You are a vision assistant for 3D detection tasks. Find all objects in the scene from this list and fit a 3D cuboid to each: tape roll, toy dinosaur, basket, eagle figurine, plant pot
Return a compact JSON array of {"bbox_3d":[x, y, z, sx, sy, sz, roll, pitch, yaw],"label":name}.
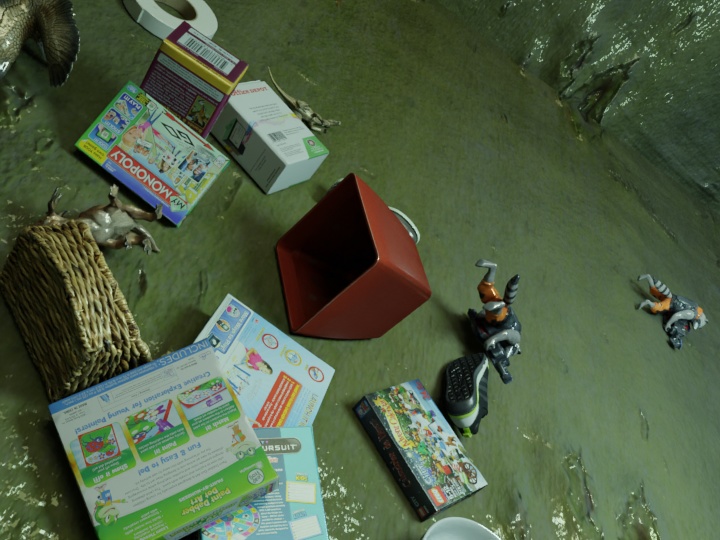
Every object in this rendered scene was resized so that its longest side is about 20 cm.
[{"bbox_3d":[-0.394,-0.541,1.691,0.202,0.037,0.203,26,37,-21],"label":"tape roll"},{"bbox_3d":[-0.367,-0.068,1.149,0.200,0.135,0.086,13,79,-67],"label":"toy dinosaur"},{"bbox_3d":[-0.326,0.037,1.003,0.149,0.143,0.200,-7,56,-48],"label":"basket"},{"bbox_3d":[-0.524,-0.388,1.311,0.151,0.151,0.201,46,22,-31],"label":"eagle figurine"},{"bbox_3d":[-0.129,-0.342,1.730,0.200,0.058,0.101,33,18,-26],"label":"toy dinosaur"},{"bbox_3d":[0.000,0.000,1.344,0.176,0.200,0.201,27,35,-39],"label":"plant pot"}]

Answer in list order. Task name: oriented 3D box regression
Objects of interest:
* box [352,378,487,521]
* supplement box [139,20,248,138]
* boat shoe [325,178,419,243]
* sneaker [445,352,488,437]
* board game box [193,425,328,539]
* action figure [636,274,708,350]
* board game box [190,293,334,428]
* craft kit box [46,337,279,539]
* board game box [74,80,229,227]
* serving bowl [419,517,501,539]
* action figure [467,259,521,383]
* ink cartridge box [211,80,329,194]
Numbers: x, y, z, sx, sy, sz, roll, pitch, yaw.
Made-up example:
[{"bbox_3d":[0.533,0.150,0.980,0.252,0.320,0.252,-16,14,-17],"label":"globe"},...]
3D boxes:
[{"bbox_3d":[0.092,0.270,1.251,0.136,0.038,0.200,-7,56,-49],"label":"box"},{"bbox_3d":[-0.294,-0.283,1.348,0.131,0.200,0.103,33,34,-12],"label":"supplement box"},{"bbox_3d":[0.021,-0.099,1.576,0.201,0.072,0.061,33,38,1],"label":"boat shoe"},{"bbox_3d":[0.184,0.216,1.401,0.200,0.071,0.083,-55,129,-60],"label":"sneaker"},{"bbox_3d":[-0.119,0.286,0.954,0.150,0.047,0.201,3,55,-22],"label":"board game box"},{"bbox_3d":[0.813,0.105,2.108,0.193,0.105,0.200,25,33,-6],"label":"action figure"},{"bbox_3d":[-0.152,0.156,1.120,0.195,0.056,0.200,37,34,-7],"label":"board game box"},{"bbox_3d":[-0.223,0.201,0.924,0.199,0.049,0.198,-22,60,-20],"label":"craft kit box"},{"bbox_3d":[-0.325,-0.183,1.280,0.200,0.135,0.029,38,-10,-5],"label":"board game box"},{"bbox_3d":[0.141,0.436,1.084,0.199,0.066,0.201,27,36,-22],"label":"serving bowl"},{"bbox_3d":[0.265,0.103,1.497,0.201,0.104,0.194,-111,178,-46],"label":"action figure"},{"bbox_3d":[-0.180,-0.254,1.535,0.200,0.084,0.145,48,34,9],"label":"ink cartridge box"}]
